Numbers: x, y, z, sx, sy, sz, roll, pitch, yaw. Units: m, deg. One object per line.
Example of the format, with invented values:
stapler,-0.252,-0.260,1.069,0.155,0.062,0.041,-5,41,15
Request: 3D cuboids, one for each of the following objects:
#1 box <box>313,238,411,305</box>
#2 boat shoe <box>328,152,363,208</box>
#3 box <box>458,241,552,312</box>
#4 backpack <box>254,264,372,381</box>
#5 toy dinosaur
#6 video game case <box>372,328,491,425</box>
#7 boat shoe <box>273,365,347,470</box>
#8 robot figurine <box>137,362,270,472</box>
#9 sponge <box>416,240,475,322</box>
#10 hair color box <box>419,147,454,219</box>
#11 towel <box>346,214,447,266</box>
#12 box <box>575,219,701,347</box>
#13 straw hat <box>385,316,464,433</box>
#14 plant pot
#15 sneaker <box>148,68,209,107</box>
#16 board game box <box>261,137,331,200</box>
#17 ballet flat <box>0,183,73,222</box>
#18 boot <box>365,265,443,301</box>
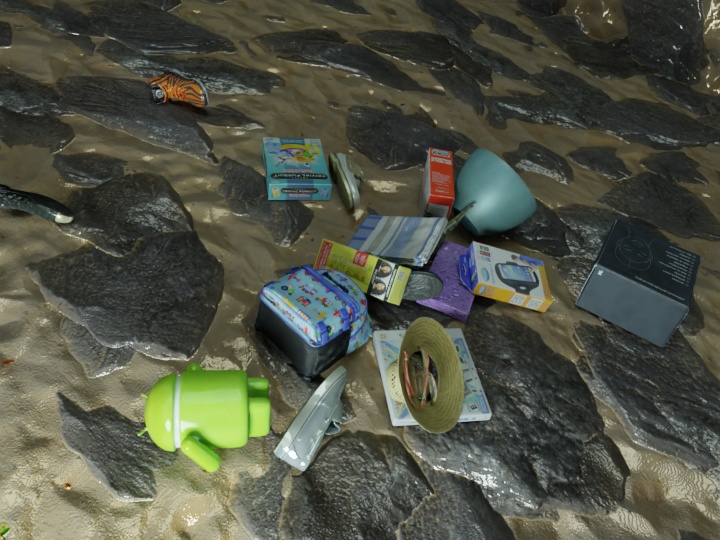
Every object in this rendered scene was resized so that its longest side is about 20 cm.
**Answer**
box,0.000,0.000,1.255,0.198,0.077,0.050,22,3,36
boat shoe,-0.025,-0.225,1.543,0.067,0.076,0.202,-8,44,-12
box,0.303,0.010,1.353,0.196,0.042,0.121,16,45,-15
backpack,-0.068,0.073,1.164,0.198,0.136,0.182,-26,54,-38
toy dinosaur,0.159,-0.083,1.416,0.201,0.048,0.088,-48,50,-6
video game case,0.126,0.187,1.164,0.178,0.022,0.202,0,43,-13
boat shoe,-0.064,0.241,1.039,0.071,0.070,0.201,38,44,1
robot figurine,-0.238,0.214,0.982,0.195,0.118,0.177,-1,36,-13
sponge,0.198,0.018,1.361,0.110,0.030,0.201,20,43,11
hair color box,0.180,-0.189,1.522,0.062,0.112,0.202,9,42,-3
towel,0.071,-0.069,1.328,0.196,0.024,0.148,6,44,31
box,0.597,0.022,1.373,0.197,0.126,0.197,28,43,17
straw hat,0.089,0.181,1.076,0.084,0.203,0.202,-18,26,36
plant pot,0.288,-0.161,1.481,0.135,0.200,0.200,-43,57,-2
sneaker,-0.497,-0.475,1.723,0.198,0.079,0.111,30,48,35
board game box,-0.159,-0.251,1.563,0.147,0.048,0.202,-2,43,-14
ballet flat,-0.691,-0.132,1.324,0.196,0.058,0.067,16,14,-2
boot,0.096,-0.027,1.340,0.161,0.067,0.202,-1,38,11
